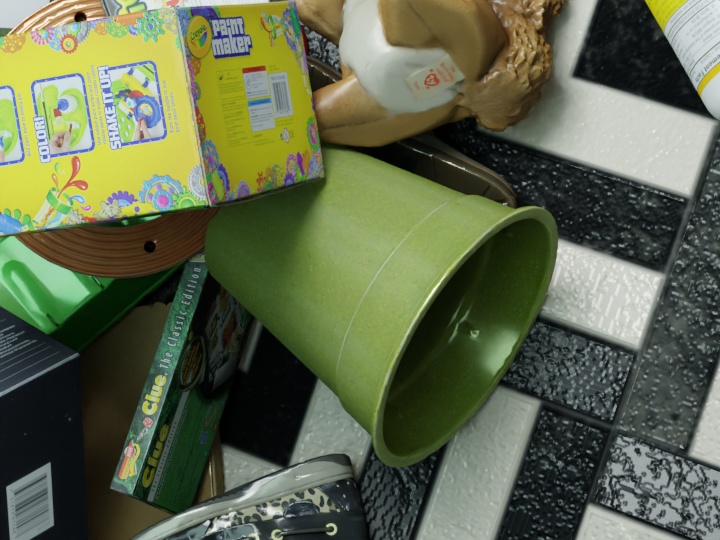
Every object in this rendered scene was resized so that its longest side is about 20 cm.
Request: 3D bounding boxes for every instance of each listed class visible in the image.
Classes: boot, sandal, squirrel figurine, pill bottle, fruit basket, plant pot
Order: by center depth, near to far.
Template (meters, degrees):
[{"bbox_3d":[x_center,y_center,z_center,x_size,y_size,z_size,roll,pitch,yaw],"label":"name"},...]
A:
[{"bbox_3d":[0.255,-0.170,1.521,0.104,0.104,0.200,-32,75,16],"label":"pill bottle"},{"bbox_3d":[0.000,0.000,1.558,0.190,0.200,0.200,32,97,23],"label":"plant pot"},{"bbox_3d":[0.042,-0.189,1.588,0.142,0.199,0.187,-60,32,37],"label":"squirrel figurine"},{"bbox_3d":[-0.074,0.234,1.617,0.203,0.073,0.154,-24,78,0],"label":"boot"},{"bbox_3d":[0.028,-0.089,1.628,0.200,0.055,0.082,27,129,8],"label":"sandal"},{"bbox_3d":[-0.231,-0.061,1.668,0.215,0.155,0.216,-1,85,15],"label":"fruit basket"}]

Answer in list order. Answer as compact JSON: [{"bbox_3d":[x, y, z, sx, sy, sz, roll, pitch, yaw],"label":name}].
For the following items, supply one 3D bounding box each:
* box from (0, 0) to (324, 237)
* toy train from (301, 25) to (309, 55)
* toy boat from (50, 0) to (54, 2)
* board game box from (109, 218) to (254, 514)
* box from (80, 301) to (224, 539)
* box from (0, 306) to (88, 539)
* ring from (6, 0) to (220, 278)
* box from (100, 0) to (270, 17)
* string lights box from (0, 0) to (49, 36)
[{"bbox_3d":[-0.152,-0.094,1.444,0.192,0.200,0.122,-8,95,19],"label":"box"},{"bbox_3d":[-0.060,-0.165,1.684,0.046,0.034,0.201,-15,79,8],"label":"toy train"},{"bbox_3d":[-0.154,-0.207,1.685,0.131,0.131,0.200,30,121,-22],"label":"toy boat"},{"bbox_3d":[-0.118,0.071,1.628,0.023,0.105,0.201,15,80,19],"label":"board game box"},{"bbox_3d":[-0.182,0.128,1.711,0.163,0.021,0.201,-7,83,21],"label":"box"},{"bbox_3d":[-0.287,0.122,1.595,0.182,0.104,0.201,27,130,34],"label":"box"},{"bbox_3d":[-0.170,-0.095,1.588,0.200,0.019,0.201,0,87,-8],"label":"ring"},{"bbox_3d":[-0.126,-0.200,1.570,0.110,0.035,0.201,-20,91,-9],"label":"box"},{"bbox_3d":[-0.279,-0.211,1.691,0.059,0.200,0.103,2,85,-20],"label":"string lights box"}]
